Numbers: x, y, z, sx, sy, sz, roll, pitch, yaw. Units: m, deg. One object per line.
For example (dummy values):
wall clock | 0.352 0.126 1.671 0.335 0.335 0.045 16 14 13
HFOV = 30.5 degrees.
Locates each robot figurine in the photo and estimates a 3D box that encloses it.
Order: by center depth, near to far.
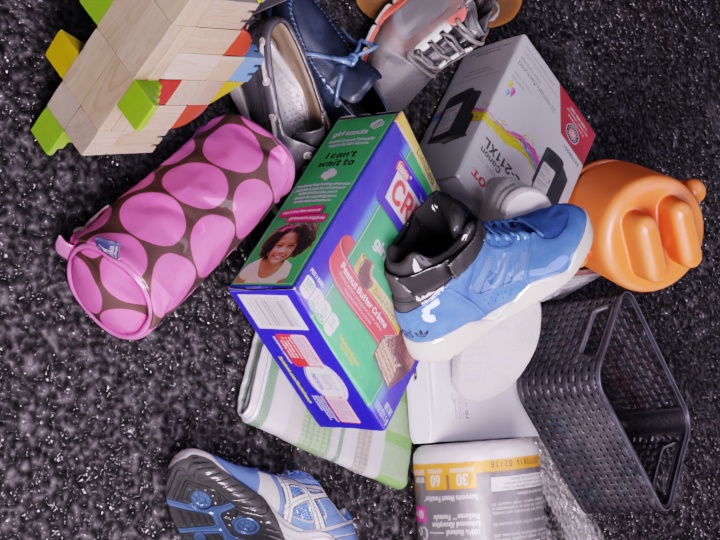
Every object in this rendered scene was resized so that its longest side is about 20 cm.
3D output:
robot figurine | 0.266 -0.048 1.319 0.116 0.200 0.145 31 93 -21

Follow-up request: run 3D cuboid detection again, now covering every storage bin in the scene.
storage bin | 0.249 0.136 1.335 0.201 0.093 0.136 58 41 -29

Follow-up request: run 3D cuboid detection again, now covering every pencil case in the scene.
pencil case | -0.137 -0.042 1.005 0.093 0.091 0.200 36 47 7

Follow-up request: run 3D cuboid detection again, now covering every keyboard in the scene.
keyboard | 0.186 0.019 1.309 0.011 0.056 0.199 58 25 14

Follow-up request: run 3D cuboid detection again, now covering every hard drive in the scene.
hard drive | 0.108 0.093 1.249 0.199 0.026 0.134 6 77 -53

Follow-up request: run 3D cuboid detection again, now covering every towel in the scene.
towel | -0.019 0.091 1.141 0.199 0.030 0.151 32 62 -40

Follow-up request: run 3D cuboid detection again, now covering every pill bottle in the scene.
pill bottle | 0.109 0.253 1.172 0.115 0.115 0.203 4 79 -45

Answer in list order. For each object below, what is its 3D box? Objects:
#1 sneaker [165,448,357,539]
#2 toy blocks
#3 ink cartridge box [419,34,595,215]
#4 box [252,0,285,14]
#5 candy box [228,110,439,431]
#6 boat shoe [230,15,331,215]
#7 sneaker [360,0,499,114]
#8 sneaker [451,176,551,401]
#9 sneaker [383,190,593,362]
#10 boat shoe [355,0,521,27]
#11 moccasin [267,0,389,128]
sneaker | -0.076 0.191 1.038 0.200 0.075 0.078 42 33 -33
toy blocks | -0.132 -0.157 0.966 0.100 0.200 0.136 52 30 17
ink cartridge box | 0.137 -0.105 1.298 0.146 0.082 0.201 48 51 -29
box | -0.028 -0.274 1.106 0.200 0.159 0.045 -43 112 -43
candy box | 0.000 0.000 1.084 0.170 0.076 0.201 59 45 -36
boat shoe | -0.053 -0.116 1.119 0.074 0.060 0.202 -28 102 -47
sneaker | 0.072 -0.221 1.204 0.077 0.082 0.201 27 98 -44
sneaker | 0.118 0.014 1.190 0.074 0.088 0.203 7 105 -25
sneaker | 0.103 -0.024 1.065 0.199 0.077 0.112 -33 123 -19
boat shoe | 0.064 -0.276 1.275 0.198 0.071 0.071 1 44 -39
moccasin | -0.006 -0.164 1.173 0.201 0.068 0.081 55 48 -22
